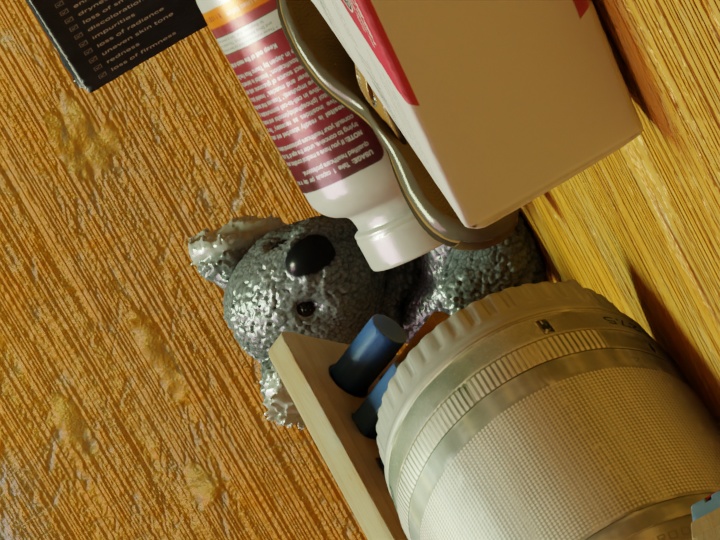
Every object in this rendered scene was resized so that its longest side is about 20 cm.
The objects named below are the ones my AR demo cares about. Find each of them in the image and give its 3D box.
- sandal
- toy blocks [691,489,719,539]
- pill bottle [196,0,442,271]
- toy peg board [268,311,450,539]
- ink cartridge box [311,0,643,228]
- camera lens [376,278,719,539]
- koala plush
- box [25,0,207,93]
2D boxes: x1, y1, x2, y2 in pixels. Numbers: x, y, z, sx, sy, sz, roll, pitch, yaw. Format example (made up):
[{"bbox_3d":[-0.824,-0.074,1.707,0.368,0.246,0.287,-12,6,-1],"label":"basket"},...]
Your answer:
[{"bbox_3d":[0.025,-0.102,1.538,0.201,0.081,0.055,61,162,19],"label":"sandal"},{"bbox_3d":[0.187,0.152,1.083,0.201,0.100,0.137,60,-171,-6],"label":"toy blocks"},{"bbox_3d":[-0.005,-0.106,1.644,0.201,0.113,0.113,61,178,-8],"label":"pill bottle"},{"bbox_3d":[0.080,0.097,1.642,0.199,0.098,0.200,14,-147,-41],"label":"toy peg board"},{"bbox_3d":[0.018,-0.135,1.102,0.146,0.083,0.200,62,178,-39],"label":"ink cartridge box"},{"bbox_3d":[0.110,0.123,1.342,0.200,0.160,0.160,58,177,43],"label":"camera lens"},{"bbox_3d":[0.000,0.000,1.787,0.178,0.199,0.184,59,178,18],"label":"koala plush"},{"bbox_3d":[-0.129,-0.235,1.671,0.124,0.199,0.197,60,178,18],"label":"box"}]
